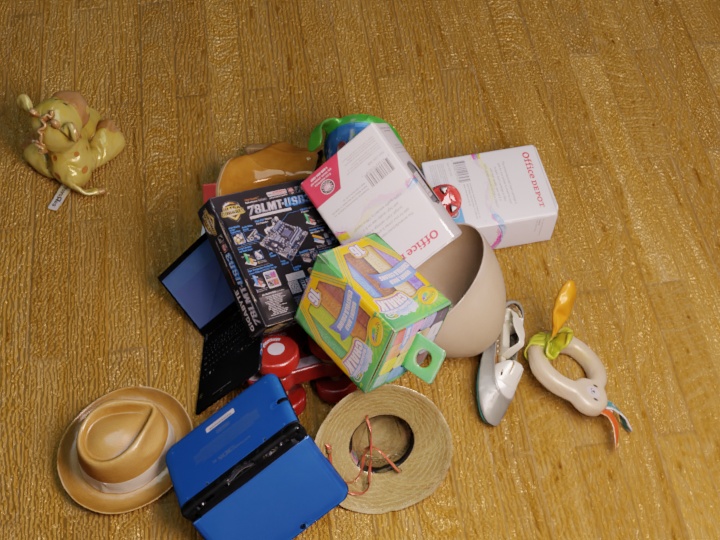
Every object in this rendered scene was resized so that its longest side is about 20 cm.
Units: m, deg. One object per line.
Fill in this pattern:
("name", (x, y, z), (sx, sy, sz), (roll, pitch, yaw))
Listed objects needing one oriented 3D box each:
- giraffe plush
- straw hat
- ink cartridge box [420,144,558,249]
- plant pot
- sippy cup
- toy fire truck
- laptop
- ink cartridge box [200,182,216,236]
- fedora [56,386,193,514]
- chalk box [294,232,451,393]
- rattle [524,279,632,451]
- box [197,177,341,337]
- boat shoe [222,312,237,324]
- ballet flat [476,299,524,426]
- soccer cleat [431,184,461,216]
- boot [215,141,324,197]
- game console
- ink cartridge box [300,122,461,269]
("giraffe plush", (-0.496, -0.229, 1.650), (0.169, 0.163, 0.203), (3, 56, 1))
("straw hat", (0.029, 0.235, 1.398), (0.197, 0.205, 0.085), (1, 16, 1))
("ink cartridge box", (0.208, -0.113, 1.630), (0.196, 0.085, 0.147), (-10, 58, -5))
("plant pot", (0.139, 0.052, 1.471), (0.199, 0.134, 0.202), (-32, 32, 23))
("sippy cup", (-0.002, -0.160, 1.617), (0.174, 0.141, 0.132), (10, 50, -1))
("toy fire truck", (-0.092, 0.113, 1.479), (0.196, 0.114, 0.169), (-17, 40, -12))
("laptop", (-0.222, 0.074, 1.439), (0.102, 0.177, 0.203), (23, 51, -30))
("ink cartridge box", (-0.181, -0.078, 1.626), (0.157, 0.048, 0.203), (-5, 59, -4))
("fedora", (-0.336, 0.238, 1.401), (0.196, 0.082, 0.204), (1, 58, -1))
("chalk box", (0.028, 0.069, 1.326), (0.123, 0.126, 0.200), (-20, 54, -43))
("rattle", (0.342, 0.136, 1.435), (0.129, 0.144, 0.201), (10, 34, -45))
("box", (-0.111, -0.024, 1.431), (0.198, 0.050, 0.201), (-16, 75, -43))
("boat shoe", (-0.162, -0.002, 1.522), (0.066, 0.203, 0.074), (11, 19, -37))
("ballet flat", (0.213, 0.131, 1.478), (0.063, 0.067, 0.203), (-24, 44, 39))
("soccer cleat", (0.064, -0.076, 1.531), (0.197, 0.085, 0.070), (-25, 89, 2))
("boot", (-0.144, -0.157, 1.635), (0.141, 0.072, 0.202), (5, 35, 17))
("game console", (-0.144, 0.276, 1.357), (0.199, 0.119, 0.171), (-36, 44, 3))
("ink cartridge box", (0.031, -0.090, 1.438), (0.147, 0.086, 0.202), (-36, 88, 18))
